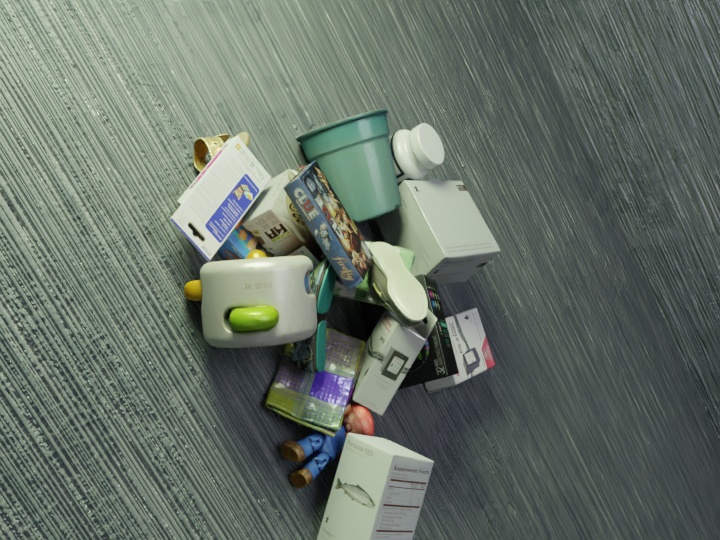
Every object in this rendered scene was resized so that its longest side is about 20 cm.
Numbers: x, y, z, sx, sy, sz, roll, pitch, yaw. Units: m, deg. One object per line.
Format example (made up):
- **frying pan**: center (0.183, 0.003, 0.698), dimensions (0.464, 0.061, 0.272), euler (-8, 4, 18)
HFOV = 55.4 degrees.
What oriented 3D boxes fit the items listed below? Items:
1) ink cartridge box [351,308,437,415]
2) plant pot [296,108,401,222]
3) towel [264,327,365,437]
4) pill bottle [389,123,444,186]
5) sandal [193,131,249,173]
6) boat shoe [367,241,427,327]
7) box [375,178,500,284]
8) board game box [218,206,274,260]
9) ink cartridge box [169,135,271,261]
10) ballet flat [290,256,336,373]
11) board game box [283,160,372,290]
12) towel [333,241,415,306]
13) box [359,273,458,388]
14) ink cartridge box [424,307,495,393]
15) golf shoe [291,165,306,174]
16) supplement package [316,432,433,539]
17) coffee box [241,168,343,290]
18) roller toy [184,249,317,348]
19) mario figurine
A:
- **ink cartridge box**: center (0.054, 0.147, 1.261), dimensions (0.066, 0.202, 0.116), euler (29, 5, -12)
- **plant pot**: center (-0.009, -0.205, 1.410), dimensions (0.199, 0.197, 0.200), euler (-27, 102, -53)
- **towel**: center (-0.076, 0.180, 1.206), dimensions (0.141, 0.023, 0.202), euler (23, 47, -2)
- **pill bottle**: center (0.080, -0.239, 1.516), dimensions (0.115, 0.198, 0.118), euler (26, 54, -42)
- **sandal**: center (-0.259, -0.193, 1.171), dimensions (0.070, 0.077, 0.214), euler (49, 46, -32)
- **boat shoe**: center (0.062, 0.033, 1.241), dimensions (0.071, 0.061, 0.203), euler (-1, 41, -25)
- **box**: center (0.169, -0.083, 1.518), dimensions (0.196, 0.131, 0.203), euler (-6, 62, -42)
- **board game box**: center (-0.184, -0.058, 1.225), dimensions (0.201, 0.044, 0.153), euler (52, 39, -21)
- **ink cartridge box**: center (-0.230, -0.118, 1.119), dimensions (0.095, 0.037, 0.202), euler (51, 51, -29)
- **ballet flat**: center (-0.087, 0.073, 1.172), dimensions (0.073, 0.073, 0.205), euler (8, 91, -49)
- **board game box**: center (-0.050, -0.080, 1.174), dimensions (0.202, 0.034, 0.136), euler (58, 18, -14)
- **towel**: center (0.000, 0.000, 1.335), dimensions (0.024, 0.196, 0.154), euler (91, 13, -49)
- **box**: center (0.098, 0.127, 1.383), dimensions (0.124, 0.146, 0.204), euler (18, 56, -70)
- **ink cartridge box**: center (0.213, 0.180, 1.576), dimensions (0.198, 0.083, 0.148), euler (-10, 81, -53)
- **golf shoe**: center (-0.093, -0.106, 1.332), dimensions (0.091, 0.073, 0.201), euler (-27, 76, -39)
- **supplement package**: center (0.023, 0.393, 1.150), dimensions (0.116, 0.116, 0.204), euler (21, 83, -43)
- **coffee box**: center (-0.104, -0.062, 1.225), dimensions (0.200, 0.079, 0.114), euler (48, 40, -27)
- **roller toy**: center (-0.162, 0.039, 1.080), dimensions (0.180, 0.198, 0.143), euler (-6, 92, -44)
- **mario figurine**: center (-0.058, 0.299, 1.209), dimensions (0.198, 0.105, 0.126), euler (-23, 134, -44)
